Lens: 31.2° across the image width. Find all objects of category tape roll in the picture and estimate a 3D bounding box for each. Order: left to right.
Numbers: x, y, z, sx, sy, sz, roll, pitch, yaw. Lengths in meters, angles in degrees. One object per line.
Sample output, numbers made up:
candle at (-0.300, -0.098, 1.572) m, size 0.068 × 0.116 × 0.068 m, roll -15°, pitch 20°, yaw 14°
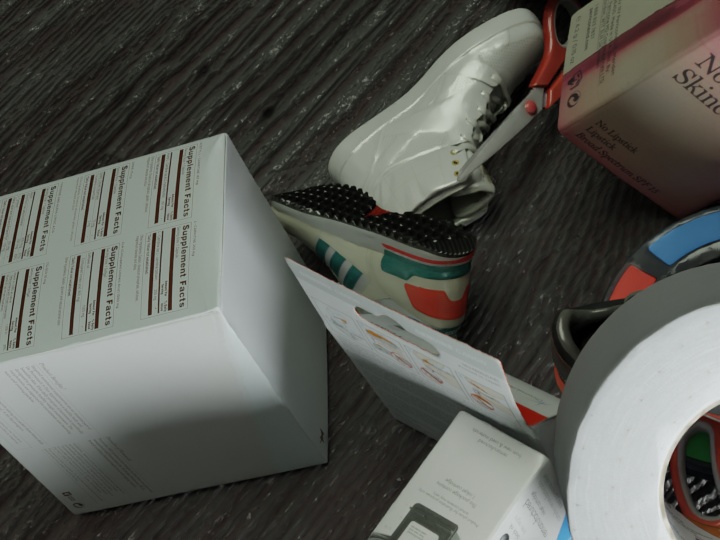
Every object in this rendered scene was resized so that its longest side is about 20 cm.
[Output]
tape roll at (0.201, 0.100, 0.669) m, size 0.198 × 0.203 × 0.066 m, roll -20°, pitch 12°, yaw 9°

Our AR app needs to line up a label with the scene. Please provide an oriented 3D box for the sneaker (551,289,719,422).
sneaker at (0.197, 0.043, 0.714) m, size 0.197 × 0.082 × 0.078 m, roll -8°, pitch 61°, yaw 20°

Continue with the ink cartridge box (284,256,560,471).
ink cartridge box at (0.057, 0.058, 0.770) m, size 0.159 × 0.201 × 0.047 m, roll 25°, pitch 69°, yaw 35°

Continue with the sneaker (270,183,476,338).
sneaker at (0.001, 0.000, 0.914) m, size 0.070 × 0.095 × 0.198 m, roll -14°, pitch 23°, yaw -39°

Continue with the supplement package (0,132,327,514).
supplement package at (-0.145, 0.043, 0.878) m, size 0.197 × 0.192 × 0.149 m, roll -13°, pitch 50°, yaw 13°

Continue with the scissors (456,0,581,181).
scissors at (0.135, -0.122, 0.953) m, size 0.014 × 0.073 × 0.202 m, roll -12°, pitch 43°, yaw 53°

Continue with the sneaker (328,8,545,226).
sneaker at (0.083, -0.099, 0.967) m, size 0.199 × 0.074 × 0.116 m, roll -41°, pitch 53°, yaw 1°

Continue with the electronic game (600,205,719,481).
electronic game at (0.243, 0.040, 0.805) m, size 0.197 × 0.042 × 0.202 m, roll -12°, pitch 53°, yaw 16°

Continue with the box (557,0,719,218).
box at (0.241, -0.140, 0.827) m, size 0.199 × 0.127 × 0.110 m, roll -31°, pitch 37°, yaw 48°

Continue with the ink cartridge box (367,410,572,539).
ink cartridge box at (0.040, 0.197, 0.731) m, size 0.067 × 0.116 × 0.201 m, roll 26°, pitch 69°, yaw 37°

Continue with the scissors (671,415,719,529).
scissors at (0.210, 0.054, 0.768) m, size 0.072 × 0.014 × 0.203 m, roll -15°, pitch 61°, yaw 19°
